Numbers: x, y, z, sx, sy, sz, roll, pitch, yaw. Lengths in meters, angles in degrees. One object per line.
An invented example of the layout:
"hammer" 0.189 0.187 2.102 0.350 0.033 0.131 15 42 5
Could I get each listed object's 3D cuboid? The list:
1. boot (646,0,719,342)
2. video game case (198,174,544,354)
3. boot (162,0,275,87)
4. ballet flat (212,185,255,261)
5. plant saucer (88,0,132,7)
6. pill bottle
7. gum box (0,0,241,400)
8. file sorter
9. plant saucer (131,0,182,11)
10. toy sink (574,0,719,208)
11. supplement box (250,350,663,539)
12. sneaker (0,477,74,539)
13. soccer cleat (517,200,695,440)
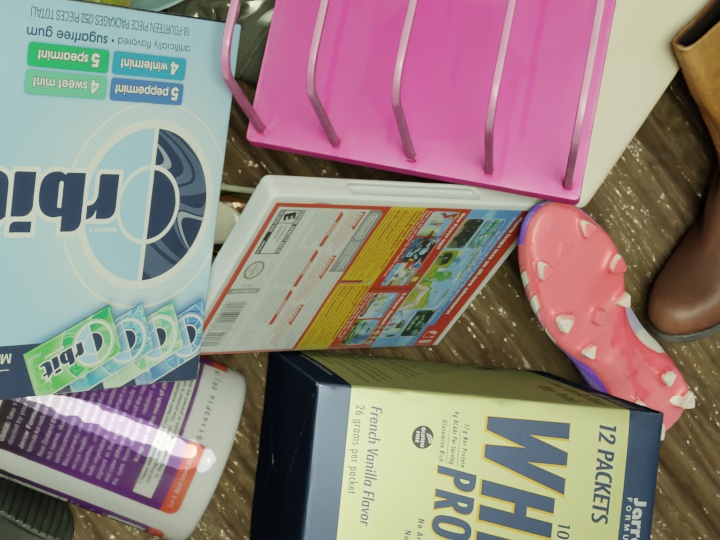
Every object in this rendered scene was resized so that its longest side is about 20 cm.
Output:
"boot" 0.234 -0.071 0.856 0.188 0.068 0.201 -39 136 -8
"video game case" 0.000 0.000 0.807 0.198 0.143 0.018 0 50 -36
"boot" -0.059 -0.210 0.855 0.129 0.068 0.203 14 88 -7
"ballet flat" -0.053 -0.019 0.853 0.197 0.062 0.068 8 90 -11
"plant saucer" -0.204 -0.145 0.791 0.048 0.198 0.202 20 88 -51
"pill bottle" -0.178 0.078 0.815 0.198 0.111 0.113 23 87 -11
"gum box" -0.150 -0.038 0.699 0.169 0.044 0.203 -3 104 -47
"file sorter" 0.036 -0.134 0.735 0.197 0.125 0.141 11 82 8
"plant saucer" -0.115 -0.247 0.817 0.199 0.039 0.204 -5 79 30
"toy sink" 0.130 -0.153 0.867 0.130 0.112 0.201 35 85 -9
"supplement box" 0.047 0.130 0.813 0.197 0.200 0.136 6 91 -12
"sneaker" -0.275 0.138 0.826 0.198 0.074 0.089 27 104 -11
"soccer cleat" 0.145 0.031 0.859 0.067 0.076 0.200 -44 121 -8
